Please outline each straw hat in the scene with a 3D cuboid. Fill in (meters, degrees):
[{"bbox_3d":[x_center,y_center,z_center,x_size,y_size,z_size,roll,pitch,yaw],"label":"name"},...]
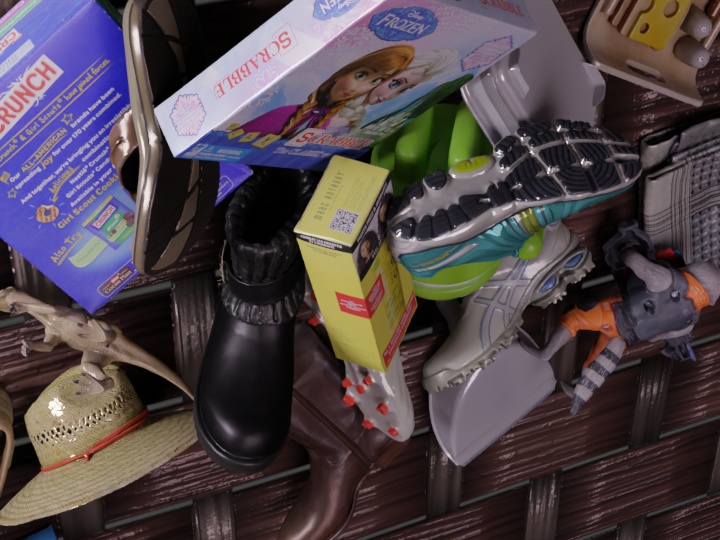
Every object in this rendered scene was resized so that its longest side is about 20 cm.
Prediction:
[{"bbox_3d":[-0.224,0.123,1.183,0.200,0.201,0.086,-26,98,-10],"label":"straw hat"}]

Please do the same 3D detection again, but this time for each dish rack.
[{"bbox_3d":[0.144,-0.150,1.157,0.043,0.173,0.200,-9,139,31],"label":"dish rack"}]

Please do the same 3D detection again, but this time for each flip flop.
[{"bbox_3d":[-0.145,-0.097,1.008,0.081,0.057,0.202,-29,122,-52],"label":"flip flop"}]

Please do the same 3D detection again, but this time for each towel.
[{"bbox_3d":[0.353,-0.070,1.413,0.191,0.035,0.201,-20,129,-15],"label":"towel"}]

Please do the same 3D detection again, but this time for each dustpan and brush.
[{"bbox_3d":[0.108,0.080,1.384,0.139,0.057,0.201,-38,140,-14],"label":"dustpan and brush"}]

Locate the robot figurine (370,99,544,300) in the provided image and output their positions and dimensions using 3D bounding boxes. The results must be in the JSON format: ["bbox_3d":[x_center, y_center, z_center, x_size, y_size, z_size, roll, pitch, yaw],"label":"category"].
[{"bbox_3d":[0.066,-0.055,1.197,0.174,0.116,0.201,6,146,6],"label":"robot figurine"}]

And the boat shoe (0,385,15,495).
[{"bbox_3d":[-0.335,0.189,1.205,0.071,0.065,0.201,5,120,-31],"label":"boat shoe"}]

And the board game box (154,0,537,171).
[{"bbox_3d":[-0.005,-0.137,0.995,0.199,0.041,0.199,-33,164,29],"label":"board game box"}]

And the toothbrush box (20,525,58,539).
[{"bbox_3d":[-0.296,0.341,1.247,0.146,0.200,0.086,-24,131,-12],"label":"toothbrush box"}]

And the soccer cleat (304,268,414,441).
[{"bbox_3d":[0.010,0.063,1.278,0.078,0.069,0.201,-42,121,-29],"label":"soccer cleat"}]

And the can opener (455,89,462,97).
[{"bbox_3d":[0.059,-0.184,1.153,0.199,0.067,0.053,30,102,-35],"label":"can opener"}]

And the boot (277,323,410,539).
[{"bbox_3d":[-0.063,0.160,1.333,0.187,0.064,0.200,-52,135,-4],"label":"boot"}]

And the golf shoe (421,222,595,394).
[{"bbox_3d":[0.114,0.024,1.316,0.200,0.078,0.097,-43,91,-12],"label":"golf shoe"}]

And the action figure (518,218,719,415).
[{"bbox_3d":[0.271,0.061,1.389,0.193,0.105,0.200,-36,126,10],"label":"action figure"}]

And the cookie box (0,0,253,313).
[{"bbox_3d":[-0.205,-0.094,1.063,0.171,0.075,0.200,-41,133,1],"label":"cookie box"}]

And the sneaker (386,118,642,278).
[{"bbox_3d":[0.114,-0.052,1.094,0.199,0.078,0.080,-19,143,1],"label":"sneaker"}]

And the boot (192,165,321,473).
[{"bbox_3d":[-0.079,0.033,1.125,0.079,0.212,0.158,8,145,-10],"label":"boot"}]

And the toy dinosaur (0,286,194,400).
[{"bbox_3d":[-0.202,0.054,1.125,0.199,0.101,0.059,27,101,-7],"label":"toy dinosaur"}]

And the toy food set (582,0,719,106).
[{"bbox_3d":[0.291,-0.245,1.234,0.143,0.060,0.201,12,116,-35],"label":"toy food set"}]

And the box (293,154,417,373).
[{"bbox_3d":[0.000,0.000,1.135,0.201,0.050,0.076,77,35,-57],"label":"box"}]
